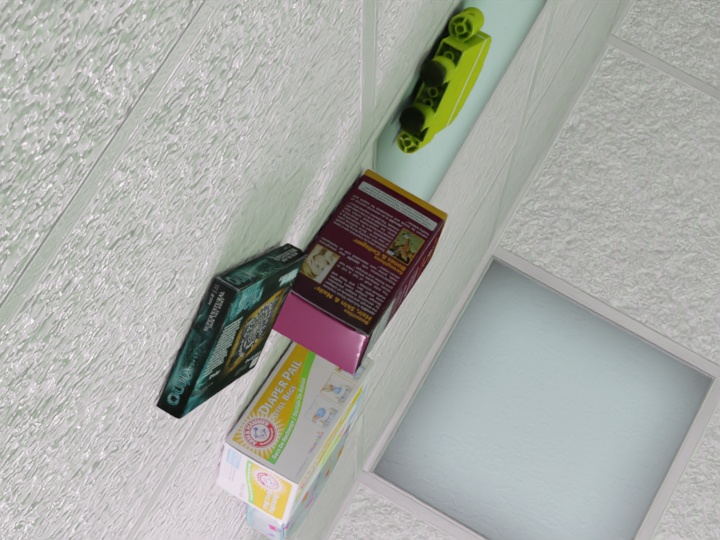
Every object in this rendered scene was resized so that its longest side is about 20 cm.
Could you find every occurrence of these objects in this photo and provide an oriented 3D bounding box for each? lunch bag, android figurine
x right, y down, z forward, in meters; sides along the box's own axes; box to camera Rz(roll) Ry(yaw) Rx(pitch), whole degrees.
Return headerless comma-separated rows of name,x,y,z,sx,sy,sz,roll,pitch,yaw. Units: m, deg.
lunch bag,-0.089,0.282,2.094,0.201,0.077,0.161,-59,170,-20
android figurine,0.102,-0.225,1.734,0.183,0.041,0.200,-66,170,26

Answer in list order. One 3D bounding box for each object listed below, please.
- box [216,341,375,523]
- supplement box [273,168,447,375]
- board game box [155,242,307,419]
box,-0.078,0.184,1.766,0.200,0.101,0.113,-56,170,-34
supplement box,0.000,0.000,1.615,0.200,0.110,0.086,-55,170,-35
board game box,-0.116,0.052,1.369,0.136,0.028,0.200,-64,170,15
